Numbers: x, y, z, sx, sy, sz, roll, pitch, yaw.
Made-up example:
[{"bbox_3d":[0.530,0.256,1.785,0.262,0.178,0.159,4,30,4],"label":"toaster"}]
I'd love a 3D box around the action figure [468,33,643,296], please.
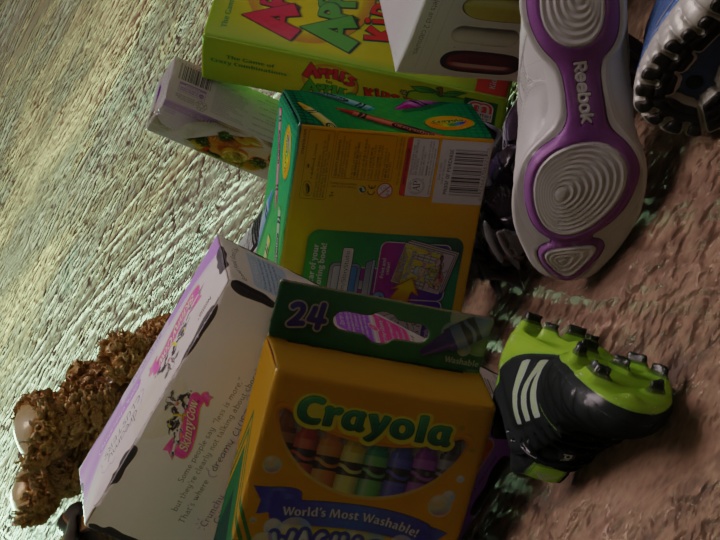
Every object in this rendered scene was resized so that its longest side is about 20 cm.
[{"bbox_3d":[0.096,-0.071,1.723,0.201,0.069,0.130,-61,31,25],"label":"action figure"}]

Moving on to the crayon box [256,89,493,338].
[{"bbox_3d":[0.000,0.000,1.704,0.058,0.118,0.201,-119,36,-63],"label":"crayon box"}]

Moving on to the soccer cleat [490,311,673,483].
[{"bbox_3d":[0.112,0.075,1.501,0.200,0.067,0.082,-149,75,-78],"label":"soccer cleat"}]

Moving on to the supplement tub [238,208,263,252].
[{"bbox_3d":[-0.025,0.012,1.859,0.200,0.122,0.123,-54,20,30],"label":"supplement tub"}]

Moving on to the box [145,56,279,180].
[{"bbox_3d":[-0.043,-0.079,1.905,0.039,0.199,0.042,-51,22,49],"label":"box"}]

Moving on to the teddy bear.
[{"bbox_3d":[-0.160,0.097,1.908,0.200,0.067,0.146,-17,-55,-57],"label":"teddy bear"}]

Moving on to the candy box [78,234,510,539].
[{"bbox_3d":[-0.034,0.101,1.634,0.168,0.199,0.072,-58,19,16],"label":"candy box"}]

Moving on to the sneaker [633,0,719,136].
[{"bbox_3d":[0.205,-0.170,1.536,0.200,0.078,0.089,-53,23,31],"label":"sneaker"}]

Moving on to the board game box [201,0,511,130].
[{"bbox_3d":[0.005,-0.157,1.879,0.048,0.199,0.102,97,-174,-58],"label":"board game box"}]

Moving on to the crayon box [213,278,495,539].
[{"bbox_3d":[-0.006,0.115,1.576,0.052,0.125,0.201,-112,34,-68],"label":"crayon box"}]

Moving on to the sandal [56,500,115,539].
[{"bbox_3d":[-0.145,0.179,1.803,0.055,0.082,0.200,-43,12,1],"label":"sandal"}]

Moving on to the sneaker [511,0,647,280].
[{"bbox_3d":[0.124,-0.095,1.614,0.100,0.074,0.201,-70,-17,-72],"label":"sneaker"}]

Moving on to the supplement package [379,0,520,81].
[{"bbox_3d":[0.087,-0.240,1.779,0.200,0.110,0.156,112,154,-46],"label":"supplement package"}]
